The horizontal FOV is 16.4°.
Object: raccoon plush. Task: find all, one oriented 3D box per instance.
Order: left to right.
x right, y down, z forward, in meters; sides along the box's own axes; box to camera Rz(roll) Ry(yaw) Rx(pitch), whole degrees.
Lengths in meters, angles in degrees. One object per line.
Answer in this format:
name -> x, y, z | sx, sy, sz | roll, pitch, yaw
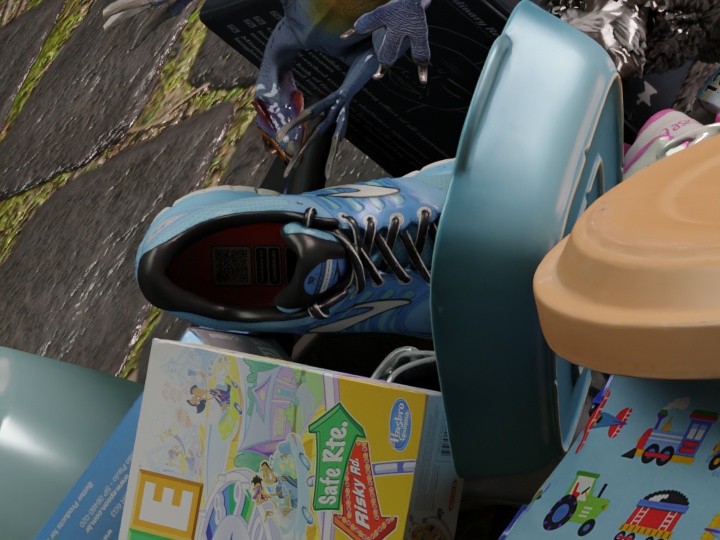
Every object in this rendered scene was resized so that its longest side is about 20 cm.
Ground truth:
raccoon plush -> 0.100, -0.095, 1.011 | 0.200, 0.097, 0.134 | -40, -24, -19

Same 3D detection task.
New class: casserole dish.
casserole dish -> 0.061, -0.004, 0.859 | 0.039, 0.200, 0.121 | 12, 61, 14

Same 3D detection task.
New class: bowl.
bowl -> -0.201, 0.119, 1.318 | 0.201, 0.105, 0.201 | -40, 26, 24

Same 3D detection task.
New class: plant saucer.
plant saucer -> 0.146, -0.020, 0.725 | 0.200, 0.032, 0.200 | -15, 14, 4

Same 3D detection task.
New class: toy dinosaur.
toy dinosaur -> 0.003, -0.102, 1.041 | 0.200, 0.105, 0.181 | -25, 0, -5

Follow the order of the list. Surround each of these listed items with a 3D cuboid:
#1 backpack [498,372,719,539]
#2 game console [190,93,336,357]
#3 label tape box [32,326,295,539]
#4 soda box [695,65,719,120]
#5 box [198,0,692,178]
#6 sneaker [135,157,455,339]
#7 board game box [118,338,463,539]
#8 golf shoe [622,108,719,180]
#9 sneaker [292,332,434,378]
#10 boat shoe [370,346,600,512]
backpack -> 0.160, 0.057, 0.750 | 0.200, 0.135, 0.183 | -54, 25, -11
game console -> -0.060, 0.035, 1.197 | 0.200, 0.031, 0.177 | -81, 12, -45
label tape box -> -0.036, 0.142, 1.003 | 0.200, 0.063, 0.144 | 47, 109, 30
soda box -> 0.222, -0.118, 0.958 | 0.200, 0.064, 0.068 | -51, 25, 0
box -> 0.047, -0.131, 1.175 | 0.200, 0.148, 0.107 | -6, 51, 57
sneaker -> 0.000, 0.000, 1.033 | 0.200, 0.079, 0.090 | -7, 7, 11
board game box -> -0.035, 0.135, 0.940 | 0.134, 0.034, 0.200 | 9, 89, 37
golf shoe -> 0.135, -0.019, 0.909 | 0.075, 0.092, 0.200 | -16, 0, -32
sneaker -> 0.030, -0.020, 1.140 | 0.200, 0.075, 0.106 | -42, 27, 23
boat shoe -> 0.039, 0.059, 1.023 | 0.201, 0.071, 0.070 | -1, 55, 59
